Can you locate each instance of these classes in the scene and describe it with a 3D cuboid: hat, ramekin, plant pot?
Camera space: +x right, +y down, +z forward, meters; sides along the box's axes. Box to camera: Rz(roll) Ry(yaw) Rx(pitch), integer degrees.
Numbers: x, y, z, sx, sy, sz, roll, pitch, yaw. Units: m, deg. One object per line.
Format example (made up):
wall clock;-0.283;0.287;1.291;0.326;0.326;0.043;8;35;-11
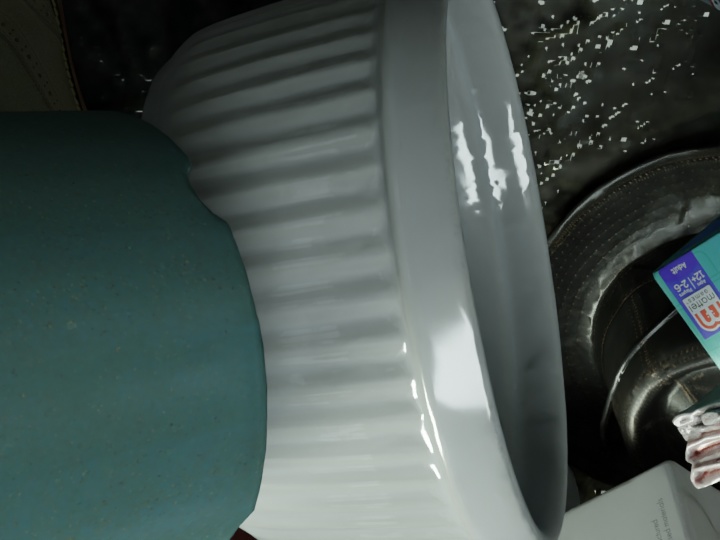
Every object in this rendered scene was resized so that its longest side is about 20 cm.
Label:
hat;0.154;0.047;0.901;0.200;0.081;0.201;-4;130;-5
ramekin;0.000;0.000;0.772;0.105;0.200;0.200;-8;131;12
plant pot;-0.145;0.037;0.653;0.196;0.200;0.200;-10;137;-35

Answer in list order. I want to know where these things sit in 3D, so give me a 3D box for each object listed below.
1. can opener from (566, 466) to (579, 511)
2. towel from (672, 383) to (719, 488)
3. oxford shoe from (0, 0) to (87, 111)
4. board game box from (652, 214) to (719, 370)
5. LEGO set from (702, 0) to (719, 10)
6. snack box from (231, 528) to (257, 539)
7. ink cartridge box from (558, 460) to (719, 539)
can opener;-0.005;0.101;0.934;0.200;0.067;0.053;5;129;-12
towel;0.215;-0.011;0.763;0.032;0.200;0.191;57;140;1
oxford shoe;-0.129;-0.063;0.767;0.071;0.074;0.200;-22;119;13
board game box;0.207;-0.053;0.750;0.200;0.152;0.045;-35;91;43
LEGO set;0.104;-0.177;0.709;0.154;0.116;0.200;-52;138;-3
snack box;-0.047;0.143;0.946;0.072;0.024;0.200;4;149;17
ink cartridge box;0.073;0.160;0.904;0.200;0.067;0.117;-31;139;26
